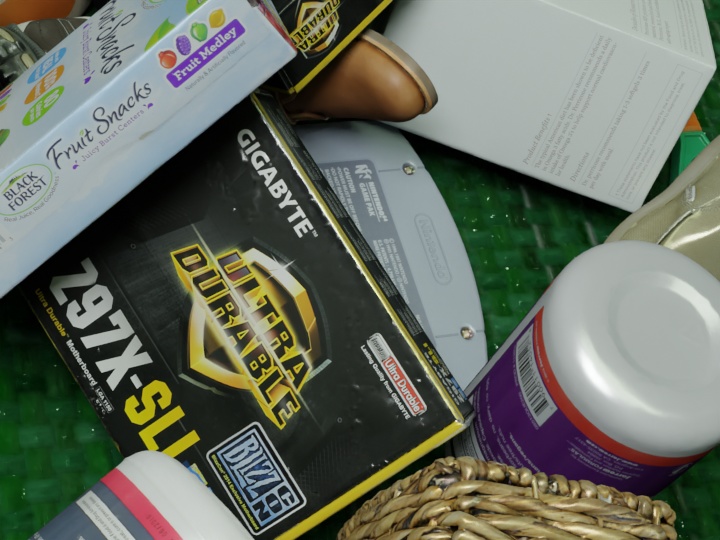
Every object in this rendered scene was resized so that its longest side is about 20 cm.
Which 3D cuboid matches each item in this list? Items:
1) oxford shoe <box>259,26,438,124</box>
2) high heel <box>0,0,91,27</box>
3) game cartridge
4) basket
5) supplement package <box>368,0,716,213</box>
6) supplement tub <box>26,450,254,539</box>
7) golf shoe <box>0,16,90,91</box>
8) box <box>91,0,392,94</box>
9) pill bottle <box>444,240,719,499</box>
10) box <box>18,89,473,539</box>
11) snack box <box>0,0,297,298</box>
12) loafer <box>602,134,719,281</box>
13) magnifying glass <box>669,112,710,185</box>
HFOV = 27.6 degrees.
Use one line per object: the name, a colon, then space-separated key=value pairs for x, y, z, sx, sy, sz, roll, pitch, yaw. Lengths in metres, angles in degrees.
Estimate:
oxford shoe: x=-0.038 y=-0.108 z=0.877 sx=0.199 sy=0.071 sz=0.071 roll=15 pitch=58 yaw=43
high heel: x=-0.197 y=-0.217 z=0.933 sx=0.096 sy=0.068 sz=0.200 roll=38 pitch=58 yaw=16
game cartridge: x=0.000 y=0.000 z=0.883 sx=0.132 sy=0.041 sz=0.201 roll=-8 pitch=62 yaw=-19
basket: x=0.048 y=0.195 z=0.674 sx=0.142 sy=0.200 sz=0.150 roll=13 pitch=57 yaw=-7
supplement package: x=0.108 y=-0.142 z=0.940 sx=0.199 sy=0.117 sz=0.118 roll=20 pitch=35 yaw=-7
supplement tub: x=-0.123 y=0.189 z=0.635 sx=0.200 sy=0.141 sz=0.140 roll=-39 pitch=76 yaw=-15
golf shoe: x=-0.143 y=-0.077 z=0.855 sx=0.094 sy=0.078 sz=0.200 roll=-27 pitch=72 yaw=-31
box: x=-0.053 y=-0.188 z=0.878 sx=0.160 sy=0.049 sz=0.199 roll=-45 pitch=38 yaw=-19
pill bottle: x=0.114 y=0.078 z=0.770 sx=0.112 sy=0.200 sz=0.113 roll=9 pitch=57 yaw=-15
box: x=-0.062 y=0.035 z=0.750 sx=0.159 sy=0.049 sz=0.201 roll=-33 pitch=85 yaw=12
snack box: x=-0.130 y=-0.080 z=0.725 sx=0.053 sy=0.200 sz=0.142 roll=49 pitch=7 yaw=-26
loafer: x=0.212 y=-0.015 z=0.917 sx=0.200 sy=0.068 sz=0.076 roll=-49 pitch=123 yaw=-22
magnifying glass: x=0.233 y=-0.075 z=1.020 sx=0.079 sy=0.022 sz=0.201 roll=-4 pitch=63 yaw=-21
